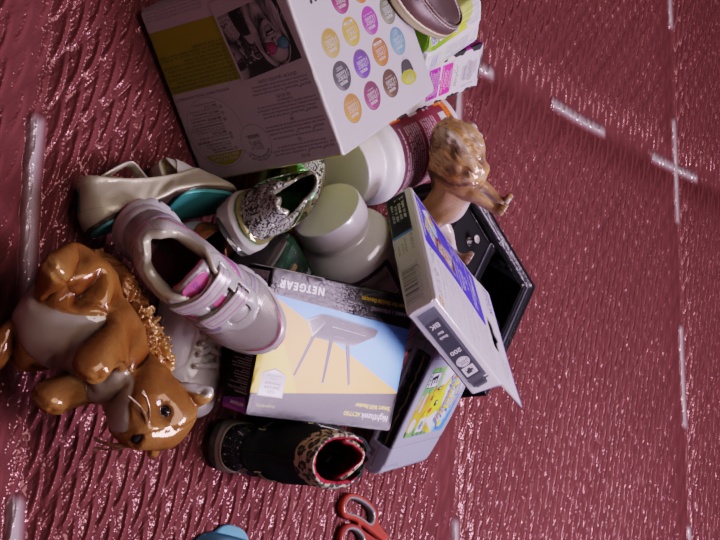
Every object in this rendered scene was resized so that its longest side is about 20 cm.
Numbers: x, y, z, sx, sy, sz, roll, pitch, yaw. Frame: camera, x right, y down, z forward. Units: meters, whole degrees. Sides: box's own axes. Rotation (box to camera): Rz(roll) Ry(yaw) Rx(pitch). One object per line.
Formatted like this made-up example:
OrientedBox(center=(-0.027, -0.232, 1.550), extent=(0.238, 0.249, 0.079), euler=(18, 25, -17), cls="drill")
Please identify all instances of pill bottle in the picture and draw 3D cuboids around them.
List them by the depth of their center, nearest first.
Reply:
OrientedBox(center=(0.000, 0.000, 1.527), extent=(0.201, 0.111, 0.113), euler=(60, 42, -38), cls="pill bottle")
OrientedBox(center=(0.027, -0.145, 1.606), extent=(0.199, 0.113, 0.115), euler=(-28, 106, -51), cls="pill bottle")

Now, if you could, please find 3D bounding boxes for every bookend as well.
OrientedBox(center=(0.115, 0.022, 1.705), extent=(0.201, 0.091, 0.199), euler=(56, 45, -28), cls="bookend")

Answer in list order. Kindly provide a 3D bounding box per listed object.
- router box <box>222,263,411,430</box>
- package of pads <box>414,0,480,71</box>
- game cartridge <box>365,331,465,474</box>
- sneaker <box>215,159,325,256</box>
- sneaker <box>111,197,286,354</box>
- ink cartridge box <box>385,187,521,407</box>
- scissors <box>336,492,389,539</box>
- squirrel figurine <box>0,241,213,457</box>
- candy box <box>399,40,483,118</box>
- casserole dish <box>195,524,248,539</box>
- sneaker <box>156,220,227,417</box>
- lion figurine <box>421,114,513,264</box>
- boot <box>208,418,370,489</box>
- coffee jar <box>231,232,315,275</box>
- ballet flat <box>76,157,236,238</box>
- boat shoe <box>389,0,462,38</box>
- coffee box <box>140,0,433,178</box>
OrientedBox(center=(-0.041, 0.083, 1.399), extent=(0.199, 0.051, 0.151), euler=(12, 89, -40), cls="router box")
OrientedBox(center=(0.026, -0.297, 1.561), extent=(0.154, 0.198, 0.069), euler=(-41, 144, -50), cls="package of pads")
OrientedBox(center=(0.081, 0.147, 1.595), extent=(0.133, 0.040, 0.202), euler=(-6, 122, -63), cls="game cartridge")
OrientedBox(center=(-0.069, -0.081, 1.400), extent=(0.077, 0.088, 0.200), euler=(60, 33, -14), cls="sneaker")
OrientedBox(center=(-0.151, 0.017, 1.265), extent=(0.199, 0.088, 0.082), euler=(37, 93, -18), cls="sneaker")
OrientedBox(center=(0.102, 0.037, 1.492), extent=(0.200, 0.043, 0.199), euler=(50, 19, -35), cls="ink cartridge box")
OrientedBox(center=(0.034, 0.328, 1.608), extent=(0.199, 0.014, 0.074), euler=(34, 56, -42), cls="scissors")
OrientedBox(center=(-0.217, 0.075, 1.206), extent=(0.186, 0.142, 0.200), euler=(40, 17, -2), cls="squirrel figurine")
OrientedBox(center=(0.042, -0.250, 1.620), extent=(0.200, 0.135, 0.062), euler=(-31, 136, -50), cls="candy box")
OrientedBox(center=(-0.134, 0.364, 1.369), extent=(0.121, 0.039, 0.202), euler=(27, 64, -46), cls="casserole dish")
OrientedBox(center=(-0.160, 0.049, 1.356), extent=(0.073, 0.084, 0.202), euler=(-1, 86, -53), cls="sneaker")
OrientedBox(center=(0.104, -0.081, 1.586), extent=(0.122, 0.201, 0.073), euler=(33, 33, 2), cls="lion figurine")
OrientedBox(center=(-0.043, 0.197, 1.417), extent=(0.203, 0.153, 0.074), euler=(9, 84, -49), cls="boot")
OrientedBox(center=(-0.070, 0.063, 1.466), extent=(0.201, 0.085, 0.105), euler=(56, 47, -30), cls="coffee jar")
OrientedBox(center=(-0.206, -0.083, 1.342), extent=(0.199, 0.069, 0.070), euler=(-15, 95, -51), cls="ballet flat")
OrientedBox(center=(0.062, -0.321, 1.394), extent=(0.200, 0.071, 0.073), euler=(48, 47, -38), cls="boat shoe")
OrientedBox(center=(-0.074, -0.231, 1.421), extent=(0.199, 0.199, 0.199), euler=(-39, 115, -48), cls="coffee box")
